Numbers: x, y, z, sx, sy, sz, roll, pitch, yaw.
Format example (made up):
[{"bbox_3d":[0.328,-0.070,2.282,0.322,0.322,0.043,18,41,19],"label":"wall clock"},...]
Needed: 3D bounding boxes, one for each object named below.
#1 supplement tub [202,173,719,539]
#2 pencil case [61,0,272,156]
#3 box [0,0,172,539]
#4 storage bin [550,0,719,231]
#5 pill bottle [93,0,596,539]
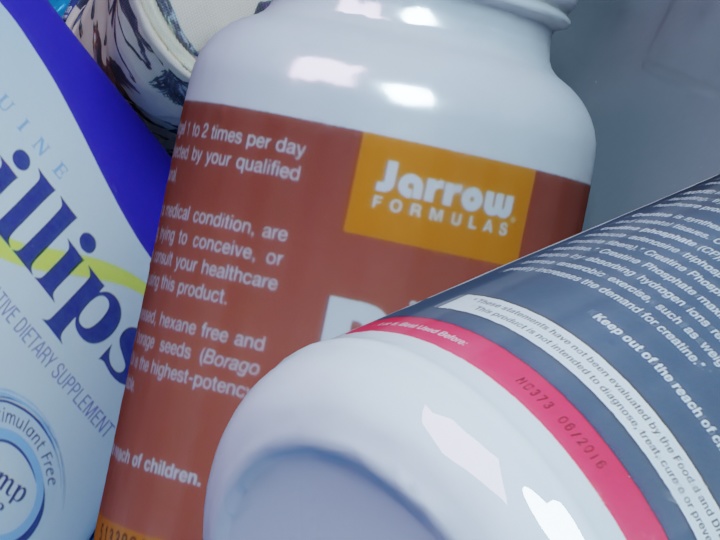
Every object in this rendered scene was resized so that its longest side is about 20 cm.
[{"bbox_3d":[0.079,0.054,0.641,0.200,0.141,0.140,-22,22,-33],"label":"supplement tub"},{"bbox_3d":[-0.057,-0.090,1.015,0.200,0.077,0.090,156,116,-75],"label":"pencil case"},{"bbox_3d":[-0.161,0.009,0.965,0.105,0.184,0.200,-4,45,42],"label":"box"},{"bbox_3d":[0.110,-0.032,0.823,0.134,0.146,0.200,-52,34,-6],"label":"storage bin"},{"bbox_3d":[0.000,0.000,0.775,0.112,0.112,0.201,13,92,50],"label":"pill bottle"}]
